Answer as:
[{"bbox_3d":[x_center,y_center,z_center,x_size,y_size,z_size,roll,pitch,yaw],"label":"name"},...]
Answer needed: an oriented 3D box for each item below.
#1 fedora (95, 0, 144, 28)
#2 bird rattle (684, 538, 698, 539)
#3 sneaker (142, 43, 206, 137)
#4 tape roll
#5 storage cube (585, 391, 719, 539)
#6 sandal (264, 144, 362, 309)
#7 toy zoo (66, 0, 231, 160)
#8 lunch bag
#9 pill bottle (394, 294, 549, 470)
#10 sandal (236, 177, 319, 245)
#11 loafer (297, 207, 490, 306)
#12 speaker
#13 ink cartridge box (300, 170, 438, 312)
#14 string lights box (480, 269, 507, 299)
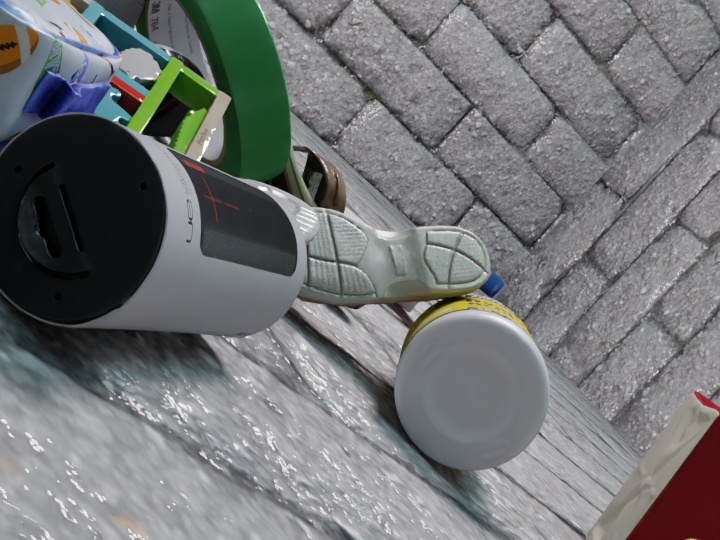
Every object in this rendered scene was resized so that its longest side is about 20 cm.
[{"bbox_3d":[-0.231,-0.220,0.945,0.200,0.090,0.177,49,8,37],"label":"fedora"},{"bbox_3d":[0.202,0.261,0.711,0.162,0.113,0.201,26,28,-34],"label":"bird rattle"},{"bbox_3d":[-0.159,-0.109,0.827,0.199,0.076,0.116,20,29,-53],"label":"sneaker"},{"bbox_3d":[-0.123,-0.163,0.975,0.201,0.048,0.202,47,-30,39],"label":"tape roll"},{"bbox_3d":[0.311,0.233,1.011,0.179,0.201,0.171,37,6,6],"label":"storage cube"},{"bbox_3d":[-0.038,-0.059,1.042,0.080,0.057,0.202,24,-34,60],"label":"sandal"},{"bbox_3d":[-0.176,-0.128,0.716,0.199,0.020,0.132,34,30,-13],"label":"toy zoo"},{"bbox_3d":[-0.182,-0.108,0.507,0.159,0.076,0.200,36,7,-4],"label":"lunch bag"},{"bbox_3d":[0.083,0.077,0.922,0.111,0.111,0.200,43,5,-1],"label":"pill bottle"},{"bbox_3d":[-0.082,-0.016,0.771,0.082,0.050,0.203,28,19,3],"label":"sandal"},{"bbox_3d":[0.000,0.000,0.902,0.197,0.063,0.073,4,67,-23],"label":"loafer"},{"bbox_3d":[-0.087,-0.012,0.539,0.081,0.081,0.200,45,6,13],"label":"speaker"},{"bbox_3d":[0.014,-0.014,1.397,0.200,0.045,0.176,39,7,-39],"label":"ink cartridge box"},{"bbox_3d":[0.342,0.010,3.402,0.103,0.059,0.200,47,7,25],"label":"string lights box"}]
